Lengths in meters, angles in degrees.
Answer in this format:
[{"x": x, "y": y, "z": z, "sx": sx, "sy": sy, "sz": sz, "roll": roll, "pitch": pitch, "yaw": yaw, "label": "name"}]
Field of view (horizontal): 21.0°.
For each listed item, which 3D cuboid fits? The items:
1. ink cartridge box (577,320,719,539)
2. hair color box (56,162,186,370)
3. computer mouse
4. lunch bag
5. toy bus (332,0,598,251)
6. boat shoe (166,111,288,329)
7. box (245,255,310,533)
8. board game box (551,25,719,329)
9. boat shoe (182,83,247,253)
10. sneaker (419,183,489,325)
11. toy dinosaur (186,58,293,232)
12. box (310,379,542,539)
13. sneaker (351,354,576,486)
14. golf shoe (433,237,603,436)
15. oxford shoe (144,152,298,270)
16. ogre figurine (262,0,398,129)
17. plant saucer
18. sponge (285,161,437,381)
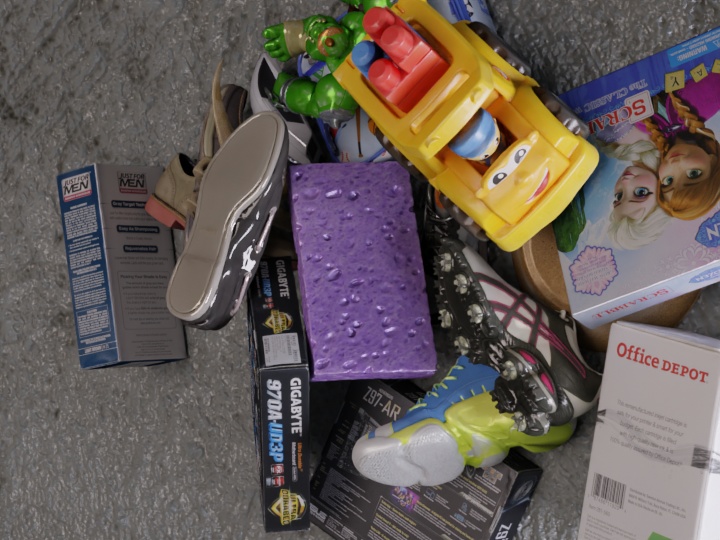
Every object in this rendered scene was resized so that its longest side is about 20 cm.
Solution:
[{"x": 0.262, "y": 0.152, "z": 1.575, "sx": 0.146, "sy": 0.084, "sz": 0.201, "roll": 18, "pitch": 100, "yaw": 56, "label": "ink cartridge box"}, {"x": -0.241, "y": -0.004, "z": 1.961, "sx": 0.060, "sy": 0.100, "sz": 0.201, "roll": -12, "pitch": 82, "yaw": 37, "label": "hair color box"}, {"x": -0.063, "y": -0.118, "z": 1.841, "sx": 0.044, "sy": 0.110, "sz": 0.200, "roll": -27, "pitch": 63, "yaw": 0, "label": "computer mouse"}, {"x": 0.033, "y": -0.185, "z": 1.779, "sx": 0.200, "sy": 0.075, "sz": 0.161, "roll": -31, "pitch": 70, "yaw": 31, "label": "lunch bag"}, {"x": 0.073, "y": -0.135, "z": 1.583, "sx": 0.136, "sy": 0.192, "sz": 0.200, "roll": -46, "pitch": 57, "yaw": 8, "label": "toy bus"}, {"x": -0.110, "y": -0.042, "z": 1.719, "sx": 0.067, "sy": 0.057, "sz": 0.201, "roll": 20, "pitch": 84, "yaw": 33, "label": "boat shoe"}, {"x": -0.075, "y": 0.114, "z": 1.768, "sx": 0.159, "sy": 0.046, "sz": 0.201, "roll": -101, "pitch": 9, "yaw": -53, "label": "box"}, {"x": 0.248, "y": -0.078, "z": 1.592, "sx": 0.200, "sy": 0.041, "sz": 0.200, "roll": -23, "pitch": 63, "yaw": 24, "label": "board game box"}, {"x": -0.122, "y": -0.084, "z": 1.856, "sx": 0.073, "sy": 0.075, "sz": 0.201, "roll": 10, "pitch": 65, "yaw": -4, "label": "boat shoe"}, {"x": 0.080, "y": -0.045, "z": 1.737, "sx": 0.074, "sy": 0.079, "sz": 0.201, "roll": 31, "pitch": 112, "yaw": 32, "label": "sneaker"}, {"x": -0.113, "y": -0.088, "z": 1.798, "sx": 0.200, "sy": 0.101, "sz": 0.058, "roll": 56, "pitch": 143, "yaw": 5, "label": "toy dinosaur"}, {"x": 0.051, "y": 0.202, "z": 1.779, "sx": 0.200, "sy": 0.043, "sz": 0.161, "roll": 31, "pitch": 107, "yaw": 32, "label": "box"}, {"x": 0.083, "y": 0.122, "z": 1.698, "sx": 0.076, "sy": 0.199, "sz": 0.105, "roll": 93, "pitch": 165, "yaw": -50, "label": "sneaker"}, {"x": 0.132, "y": 0.052, "z": 1.672, "sx": 0.200, "sy": 0.088, "sz": 0.077, "roll": 59, "pitch": 149, "yaw": 26, "label": "golf shoe"}, {"x": -0.130, "y": -0.057, "z": 1.900, "sx": 0.200, "sy": 0.070, "sz": 0.075, "roll": 27, "pitch": 100, "yaw": 32, "label": "oxford shoe"}, {"x": -0.011, "y": -0.214, "z": 1.718, "sx": 0.200, "sy": 0.098, "sz": 0.120, "roll": -46, "pitch": 41, "yaw": 6, "label": "ogre figurine"}, {"x": 0.206, "y": -0.028, "z": 1.672, "sx": 0.200, "sy": 0.035, "sz": 0.201, "roll": 0, "pitch": 89, "yaw": 36, "label": "plant saucer"}, {"x": 0.000, "y": 0.000, "z": 1.716, "sx": 0.030, "sy": 0.111, "sz": 0.201, "roll": 119, "pitch": 146, "yaw": -66, "label": "sponge"}]
